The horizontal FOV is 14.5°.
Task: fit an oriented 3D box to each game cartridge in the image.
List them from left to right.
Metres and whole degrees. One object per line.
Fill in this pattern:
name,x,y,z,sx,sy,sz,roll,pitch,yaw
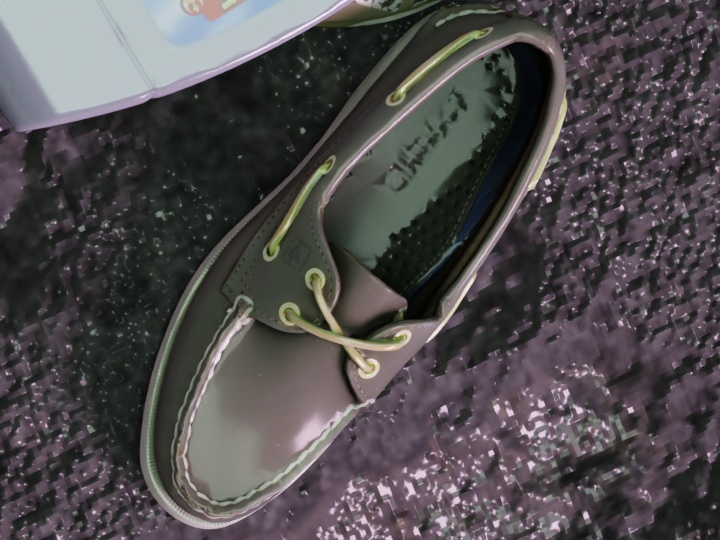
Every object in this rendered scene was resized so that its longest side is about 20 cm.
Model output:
game cartridge,-0.045,-0.134,0.861,0.200,0.042,0.133,-33,95,-7

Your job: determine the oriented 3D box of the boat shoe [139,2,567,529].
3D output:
boat shoe,-0.002,-0.002,0.928,0.072,0.060,0.202,36,84,-15

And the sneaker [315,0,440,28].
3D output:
sneaker,0.058,-0.133,0.920,0.199,0.089,0.077,-21,100,-13
